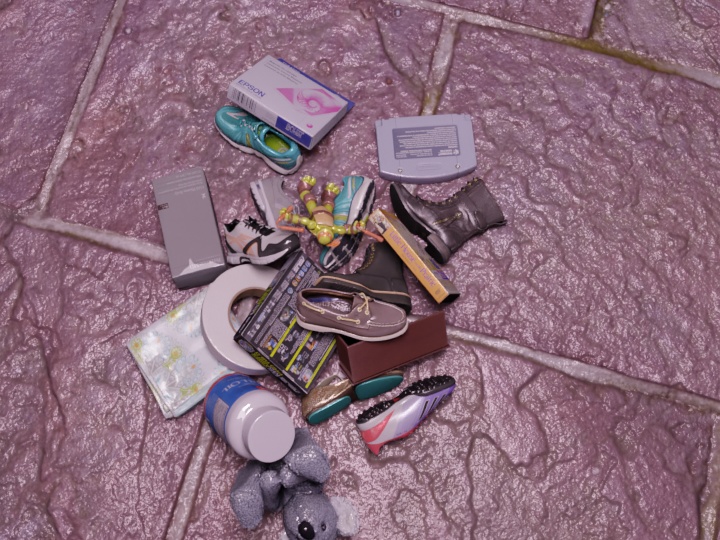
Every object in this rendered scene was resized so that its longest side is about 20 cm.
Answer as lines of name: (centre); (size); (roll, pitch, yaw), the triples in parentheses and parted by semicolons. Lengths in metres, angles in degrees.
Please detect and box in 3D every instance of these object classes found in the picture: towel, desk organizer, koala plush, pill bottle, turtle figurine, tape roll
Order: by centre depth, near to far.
pill bottle: (-0.184, 0.247, 1.270); (0.110, 0.199, 0.115); (-4, 99, -29)
koala plush: (-0.100, 0.389, 1.282); (0.175, 0.184, 0.203); (-32, 98, -1)
desk organizer: (0.056, 0.122, 1.355); (0.196, 0.072, 0.079); (-19, 119, -17)
turtle figurine: (-0.061, -0.095, 1.375); (0.195, 0.065, 0.163); (5, 41, -14)
tape roll: (-0.192, 0.087, 1.379); (0.198, 0.037, 0.208); (8, 64, -17)
towel: (-0.307, 0.148, 1.385); (0.198, 0.048, 0.173); (-33, 78, -10)

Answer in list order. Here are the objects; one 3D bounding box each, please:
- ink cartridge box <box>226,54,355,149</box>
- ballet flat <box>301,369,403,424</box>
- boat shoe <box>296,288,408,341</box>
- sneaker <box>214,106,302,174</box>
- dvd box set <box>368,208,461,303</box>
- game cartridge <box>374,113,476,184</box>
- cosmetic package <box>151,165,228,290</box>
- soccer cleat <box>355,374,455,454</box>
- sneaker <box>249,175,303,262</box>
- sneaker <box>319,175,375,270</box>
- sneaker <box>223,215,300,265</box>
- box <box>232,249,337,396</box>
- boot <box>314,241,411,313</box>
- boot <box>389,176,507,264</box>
ink cartridge box: (-0.128, -0.344, 1.485); (0.194, 0.044, 0.201); (31, 48, 6)
ballet flat: (-0.019, 0.206, 1.369); (0.196, 0.071, 0.066); (-21, 54, -11)
boat shoe: (-0.014, 0.070, 1.296); (0.195, 0.060, 0.073); (7, 44, 5)
sneaker: (-0.197, -0.268, 1.482); (0.197, 0.080, 0.078); (30, 75, 8)
dvd box set: (0.102, -0.025, 1.394); (0.029, 0.146, 0.201); (-41, 79, 11)
game cartridge: (0.129, -0.241, 1.513); (0.194, 0.042, 0.137); (-4, 78, -2)
cosmetic package: (-0.319, -0.077, 1.429); (0.104, 0.090, 0.204); (-16, 72, -8)
soccer cleat: (0.089, 0.254, 1.363); (0.197, 0.068, 0.075); (-26, 100, -12)
sneaker: (-0.140, -0.095, 1.444); (0.081, 0.075, 0.203); (-24, 78, -11)
sneaker: (-0.034, -0.092, 1.458); (0.078, 0.078, 0.203); (14, 68, 22)
sneaker: (-0.187, -0.057, 1.372); (0.073, 0.197, 0.082); (-27, 108, -43)
box: (-0.110, 0.092, 1.350); (0.160, 0.044, 0.202); (43, 59, -17)
boot: (0.000, 0.000, 1.391); (0.197, 0.077, 0.141); (17, 54, -35)
boot: (0.169, -0.126, 1.472); (0.173, 0.069, 0.201); (-37, 84, -15)
